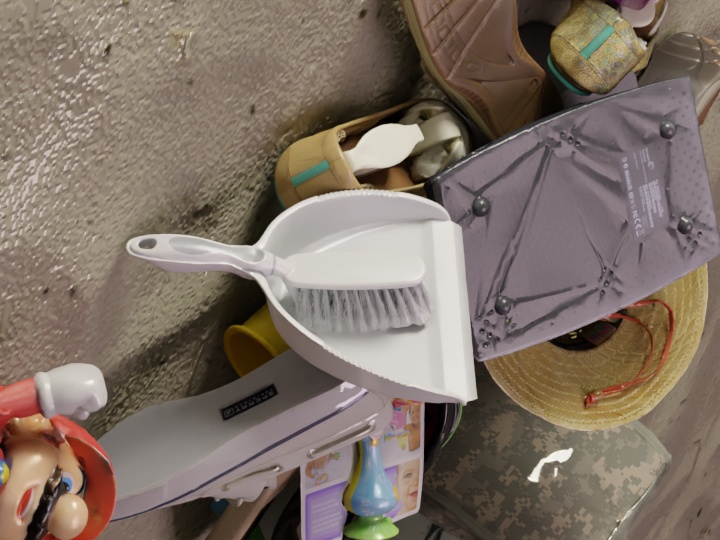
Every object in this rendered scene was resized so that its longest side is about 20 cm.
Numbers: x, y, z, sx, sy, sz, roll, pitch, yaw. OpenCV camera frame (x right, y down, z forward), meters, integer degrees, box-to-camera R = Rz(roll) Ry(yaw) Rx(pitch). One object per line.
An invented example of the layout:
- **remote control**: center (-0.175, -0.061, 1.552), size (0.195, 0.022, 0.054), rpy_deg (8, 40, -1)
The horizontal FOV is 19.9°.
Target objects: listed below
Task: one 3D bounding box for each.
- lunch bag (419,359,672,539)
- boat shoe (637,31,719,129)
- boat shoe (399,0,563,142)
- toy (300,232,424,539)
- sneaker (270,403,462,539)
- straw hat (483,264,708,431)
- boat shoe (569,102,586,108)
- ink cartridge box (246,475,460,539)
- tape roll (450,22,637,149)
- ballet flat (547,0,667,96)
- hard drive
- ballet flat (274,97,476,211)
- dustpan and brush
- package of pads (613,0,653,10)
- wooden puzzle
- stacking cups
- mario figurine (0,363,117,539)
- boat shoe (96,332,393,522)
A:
- **lunch bag**: center (0.118, 0.161, 1.573), size (0.164, 0.199, 0.118), rpy_deg (-45, 152, -29)
- **boat shoe**: center (0.229, -0.106, 1.635), size (0.200, 0.075, 0.072), rpy_deg (-43, 154, -29)
- **boat shoe**: center (0.061, -0.143, 1.280), size (0.071, 0.064, 0.200), rpy_deg (-46, 137, -12)
- **toy**: center (0.015, 0.070, 1.260), size (0.115, 0.047, 0.202), rpy_deg (-12, 111, -48)
- **sneaker**: center (-0.001, 0.145, 1.405), size (0.201, 0.076, 0.084), rpy_deg (-58, 170, -14)
- **straw hat**: center (0.134, 0.006, 1.385), size (0.199, 0.085, 0.203), rpy_deg (-5, 102, -28)
- **boat shoe**: center (0.184, -0.070, 1.440), size (0.202, 0.071, 0.061), rpy_deg (44, 50, -55)
- **ink cartridge box**: center (0.012, 0.242, 1.459), size (0.147, 0.199, 0.083), rpy_deg (-54, 156, -9)
- **tape roll**: center (0.117, -0.072, 1.464), size (0.200, 0.066, 0.201), rpy_deg (-44, 151, -32)
- **ballet flat**: center (0.172, -0.166, 1.366), size (0.200, 0.070, 0.071), rpy_deg (-49, 162, -67)
- **hard drive**: center (0.134, -0.036, 1.303), size (0.199, 0.042, 0.136), rpy_deg (-23, 109, -25)
- **ballet flat**: center (0.028, -0.072, 1.275), size (0.063, 0.069, 0.199), rpy_deg (-31, 176, 39)
- **dustpan and brush**: center (-0.033, 0.004, 1.159), size (0.057, 0.198, 0.141), rpy_deg (98, -9, -52)
- **package of pads**: center (0.193, -0.251, 1.338), size (0.200, 0.120, 0.076), rpy_deg (-37, 148, -41)
- **wooden puzzle**: center (-0.034, 0.101, 1.361), size (0.200, 0.037, 0.185), rpy_deg (-46, 174, -35)
- **stacking cups**: center (0.000, 0.000, 1.317), size (0.200, 0.060, 0.061), rpy_deg (-43, 152, -28)
- **mario figurine**: center (-0.187, 0.110, 1.031), size (0.123, 0.107, 0.199), rpy_deg (-31, 159, 26)
- **boat shoe**: center (-0.073, 0.107, 1.202), size (0.199, 0.071, 0.070), rpy_deg (-27, 126, 0)
